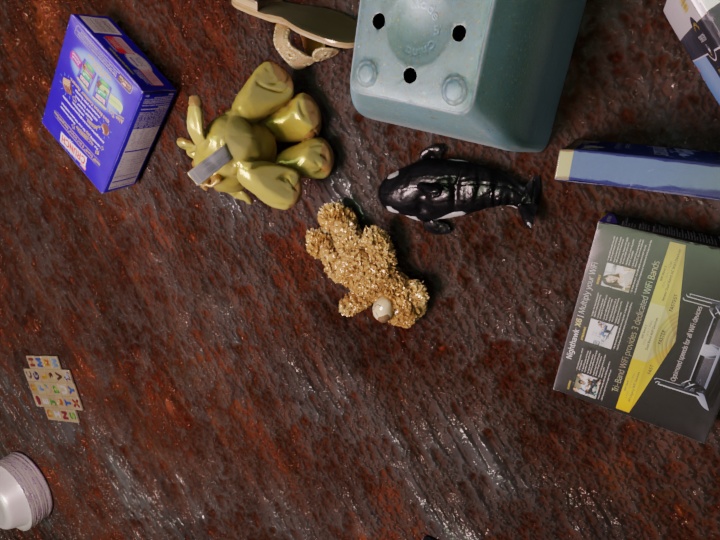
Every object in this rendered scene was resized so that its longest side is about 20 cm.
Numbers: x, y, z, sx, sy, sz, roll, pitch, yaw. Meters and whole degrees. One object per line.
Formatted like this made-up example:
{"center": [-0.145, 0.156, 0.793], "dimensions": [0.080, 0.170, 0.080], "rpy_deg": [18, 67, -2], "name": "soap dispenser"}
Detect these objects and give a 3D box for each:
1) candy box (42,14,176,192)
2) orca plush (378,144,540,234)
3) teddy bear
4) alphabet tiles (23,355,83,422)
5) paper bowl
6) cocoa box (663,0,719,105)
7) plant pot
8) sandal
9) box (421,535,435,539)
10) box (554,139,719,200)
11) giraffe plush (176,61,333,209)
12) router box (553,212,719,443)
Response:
{"center": [-0.401, -0.258, 0.829], "dimensions": [0.169, 0.077, 0.200], "rpy_deg": [46, 121, 7], "name": "candy box"}
{"center": [0.102, -0.081, 0.610], "dimensions": [0.197, 0.071, 0.107], "rpy_deg": [22, 116, 22], "name": "orca plush"}
{"center": [0.000, 0.000, 0.699], "dimensions": [0.144, 0.066, 0.202], "rpy_deg": [-33, 88, 36], "name": "teddy bear"}
{"center": [-0.730, 0.280, 1.245], "dimensions": [0.197, 0.006, 0.170], "rpy_deg": [-5, 104, 31], "name": "alphabet tiles"}
{"center": [-0.936, 0.606, 1.414], "dimensions": [0.197, 0.104, 0.205], "rpy_deg": [9, 109, 27], "name": "paper bowl"}
{"center": [0.316, -0.189, 0.375], "dimensions": [0.132, 0.199, 0.133], "rpy_deg": [-33, 90, 32], "name": "cocoa box"}
{"center": [0.090, -0.221, 0.495], "dimensions": [0.193, 0.199, 0.200], "rpy_deg": [19, 114, 22], "name": "plant pot"}
{"center": [-0.079, -0.291, 0.658], "dimensions": [0.210, 0.077, 0.070], "rpy_deg": [34, 140, 23], "name": "sandal"}
{"center": [0.155, 0.539, 0.757], "dimensions": [0.196, 0.123, 0.203], "rpy_deg": [12, 113, 26], "name": "box"}
{"center": [0.286, -0.090, 0.473], "dimensions": [0.196, 0.121, 0.033], "rpy_deg": [15, 113, 24], "name": "box"}
{"center": [-0.157, -0.154, 0.700], "dimensions": [0.161, 0.198, 0.176], "rpy_deg": [-3, 111, 60], "name": "giraffe plush"}
{"center": [0.306, 0.057, 0.550], "dimensions": [0.155, 0.052, 0.204], "rpy_deg": [17, 114, 25], "name": "router box"}
